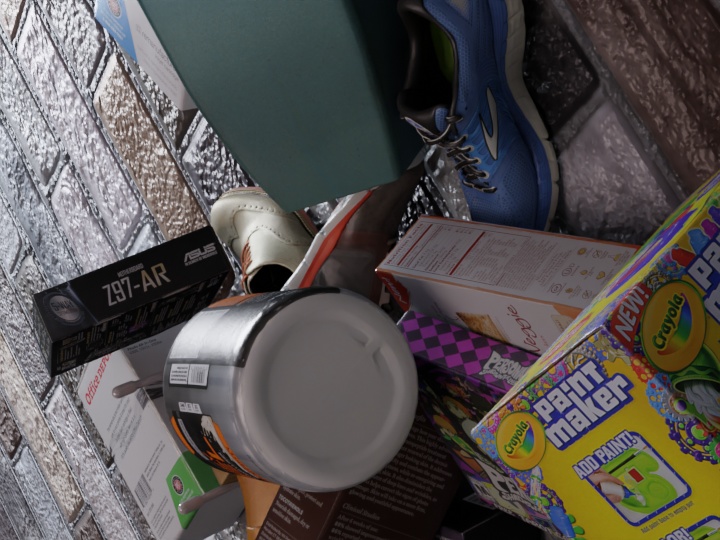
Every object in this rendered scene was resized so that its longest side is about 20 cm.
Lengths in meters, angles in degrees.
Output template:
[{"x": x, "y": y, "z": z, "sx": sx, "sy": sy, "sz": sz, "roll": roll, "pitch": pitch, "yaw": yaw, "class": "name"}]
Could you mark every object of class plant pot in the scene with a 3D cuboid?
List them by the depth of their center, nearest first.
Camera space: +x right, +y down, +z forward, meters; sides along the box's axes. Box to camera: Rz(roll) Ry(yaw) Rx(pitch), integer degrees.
[{"x": -0.038, "y": -0.152, "z": 0.957, "sx": 0.141, "sy": 0.141, "sz": 0.201, "roll": -15, "pitch": 109, "yaw": 24, "class": "plant pot"}]

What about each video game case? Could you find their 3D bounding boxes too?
[{"x": 0.125, "y": 0.117, "z": 0.910, "sx": 0.199, "sy": 0.036, "sz": 0.182, "roll": 20, "pitch": 151, "yaw": 43, "class": "video game case"}]

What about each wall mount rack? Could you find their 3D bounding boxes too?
[{"x": -0.113, "y": 0.136, "z": 1.235, "sx": 0.074, "sy": 0.174, "sz": 0.200, "roll": -41, "pitch": 67, "yaw": 14, "class": "wall mount rack"}]

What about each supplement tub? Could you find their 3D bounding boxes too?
[{"x": -0.055, "y": 0.075, "z": 0.936, "sx": 0.200, "sy": 0.122, "sz": 0.123, "roll": -9, "pitch": 100, "yaw": 67, "class": "supplement tub"}]

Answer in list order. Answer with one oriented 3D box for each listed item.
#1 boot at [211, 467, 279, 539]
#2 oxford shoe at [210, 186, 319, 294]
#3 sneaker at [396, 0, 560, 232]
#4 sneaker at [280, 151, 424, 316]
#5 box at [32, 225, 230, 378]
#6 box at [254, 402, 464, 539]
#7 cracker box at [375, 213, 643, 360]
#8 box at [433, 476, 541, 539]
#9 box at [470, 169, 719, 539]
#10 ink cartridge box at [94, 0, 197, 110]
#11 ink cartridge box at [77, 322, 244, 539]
[{"x": -0.042, "y": 0.168, "z": 1.098, "sx": 0.202, "sy": 0.071, "sz": 0.144, "roll": 54, "pitch": 138, "yaw": 21, "class": "boot"}, {"x": -0.072, "y": -0.013, "z": 1.172, "sx": 0.200, "sy": 0.074, "sz": 0.071, "roll": 30, "pitch": 130, "yaw": 45, "class": "oxford shoe"}, {"x": 0.064, "y": -0.093, "z": 0.917, "sx": 0.078, "sy": 0.089, "sz": 0.201, "roll": 9, "pitch": 120, "yaw": 53, "class": "sneaker"}, {"x": 0.000, "y": 0.000, "z": 1.056, "sx": 0.082, "sy": 0.077, "sz": 0.200, "roll": 35, "pitch": 110, "yaw": -2, "class": "sneaker"}, {"x": -0.204, "y": 0.031, "z": 1.265, "sx": 0.044, "sy": 0.159, "sz": 0.200, "roll": 66, "pitch": 164, "yaw": 6, "class": "box"}, {"x": 0.010, "y": 0.142, "z": 1.020, "sx": 0.075, "sy": 0.100, "sz": 0.201, "roll": 27, "pitch": 90, "yaw": 54, "class": "box"}, {"x": 0.116, "y": 0.039, "z": 0.897, "sx": 0.199, "sy": 0.058, "sz": 0.134, "roll": 12, "pitch": 145, "yaw": 53, "class": "cracker box"}, {"x": 0.053, "y": 0.227, "z": 1.120, "sx": 0.199, "sy": 0.079, "sz": 0.142, "roll": 9, "pitch": 117, "yaw": 53, "class": "box"}, {"x": 0.195, "y": 0.064, "z": 0.672, "sx": 0.193, "sy": 0.200, "sz": 0.122, "roll": 45, "pitch": 143, "yaw": 3, "class": "box"}, {"x": -0.132, "y": -0.252, "z": 1.123, "sx": 0.146, "sy": 0.086, "sz": 0.201, "roll": 46, "pitch": 141, "yaw": 32, "class": "ink cartridge box"}, {"x": -0.187, "y": 0.153, "z": 1.416, "sx": 0.201, "sy": 0.084, "sz": 0.146, "roll": 57, "pitch": 145, "yaw": 18, "class": "ink cartridge box"}]
